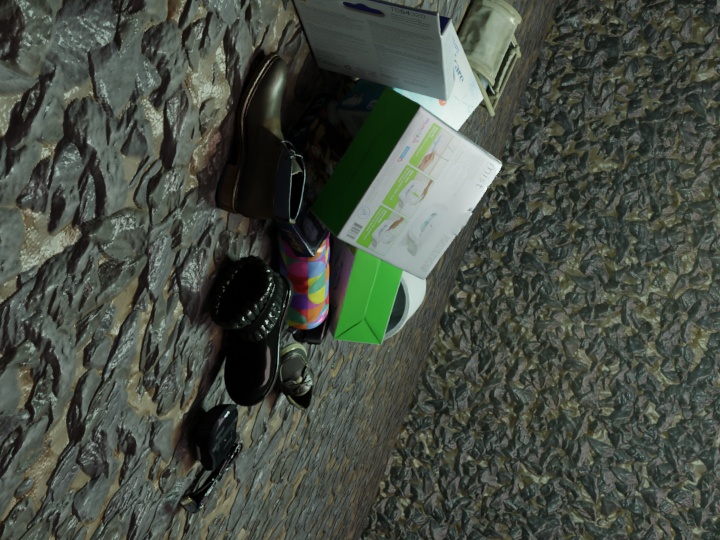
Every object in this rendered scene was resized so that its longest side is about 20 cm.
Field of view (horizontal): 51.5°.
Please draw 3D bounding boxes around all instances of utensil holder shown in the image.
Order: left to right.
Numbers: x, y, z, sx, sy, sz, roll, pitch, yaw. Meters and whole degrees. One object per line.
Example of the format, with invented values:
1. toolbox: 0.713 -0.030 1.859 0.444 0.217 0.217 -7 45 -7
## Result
1. utensil holder: 0.041 0.043 1.556 0.200 0.169 0.171 -29 137 -73

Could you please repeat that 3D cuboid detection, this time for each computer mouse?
1. computer mouse: -0.234 0.277 1.111 0.141 0.046 0.200 -55 165 -31

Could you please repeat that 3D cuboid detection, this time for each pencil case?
1. pencil case: -0.092 0.006 1.174 0.088 0.088 0.201 -55 160 -44

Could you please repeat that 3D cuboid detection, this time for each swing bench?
1. swing bench: 0.303 -0.523 1.816 0.200 0.129 0.200 67 46 -69

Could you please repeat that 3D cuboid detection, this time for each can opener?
1. can opener: -0.080 0.031 1.305 0.063 0.078 0.201 86 14 -74

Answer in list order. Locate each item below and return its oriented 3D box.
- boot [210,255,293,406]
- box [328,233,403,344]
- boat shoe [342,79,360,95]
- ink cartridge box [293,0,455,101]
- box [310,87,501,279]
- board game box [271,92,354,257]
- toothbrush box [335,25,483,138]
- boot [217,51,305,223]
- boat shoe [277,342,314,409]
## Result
1. boot: -0.159 0.088 1.037 0.158 0.079 0.212 41 59 -82
2. box: 0.000 0.000 1.318 0.177 0.096 0.201 -124 -134 -62
3. boat shoe: 0.030 -0.262 1.220 0.065 0.073 0.200 -29 170 10
4. ink cartridge box: 0.020 -0.301 0.943 0.200 0.196 0.043 65 46 -71
5. box: 0.065 -0.114 1.028 0.176 0.097 0.200 23 105 -38
6. board game box: -0.064 -0.137 1.069 0.136 0.034 0.200 58 49 -39
7. toothbrush box: 0.078 -0.251 1.118 0.200 0.085 0.147 -51 133 -20
8. boot: -0.098 -0.154 0.903 0.075 0.097 0.201 -22 131 -71
9. boat shoe: -0.113 0.193 1.343 0.073 0.065 0.200 -31 154 -11
